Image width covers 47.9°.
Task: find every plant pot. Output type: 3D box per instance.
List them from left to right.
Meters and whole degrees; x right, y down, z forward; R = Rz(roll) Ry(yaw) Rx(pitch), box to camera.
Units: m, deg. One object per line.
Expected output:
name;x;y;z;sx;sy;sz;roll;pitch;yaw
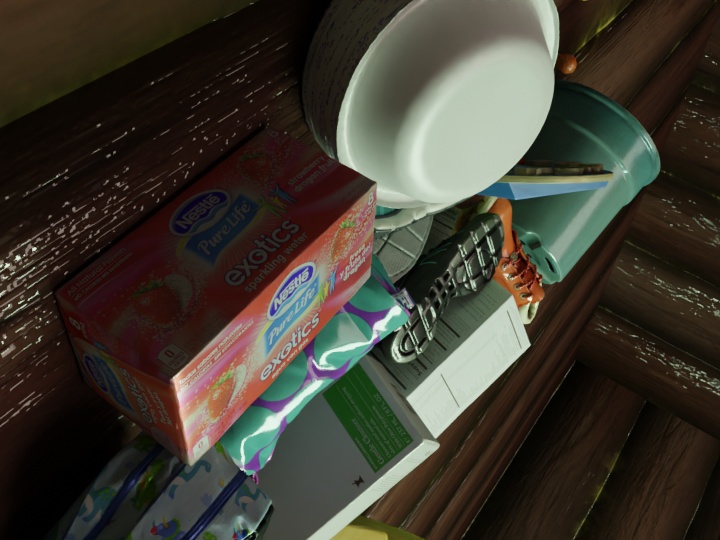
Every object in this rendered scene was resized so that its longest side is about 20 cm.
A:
plant pot;0.255;-0.104;1.068;0.198;0.198;0.201;-53;158;-11

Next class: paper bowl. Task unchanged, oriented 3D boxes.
paper bowl;0.063;-0.134;0.602;0.197;0.105;0.203;-22;142;-18

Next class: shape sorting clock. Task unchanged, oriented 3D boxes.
shape sorting clock;0.165;-0.106;0.856;0.199;0.196;0.040;-24;115;-58

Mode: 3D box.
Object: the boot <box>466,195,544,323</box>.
boot;0.172;-0.013;0.947;0.075;0.106;0.202;-48;153;-22

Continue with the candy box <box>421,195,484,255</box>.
candy box;0.096;-0.008;0.996;0.115;0.055;0.204;-28;140;-55

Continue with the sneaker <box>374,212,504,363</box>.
sneaker;0.071;0.004;0.838;0.200;0.079;0.076;-43;132;-22

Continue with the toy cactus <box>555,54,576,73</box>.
toy cactus;0.144;-0.182;0.869;0.165;0.102;0.201;-44;163;-17

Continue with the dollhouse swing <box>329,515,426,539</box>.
dollhouse swing;-0.015;0.351;0.907;0.184;0.175;0.200;-56;-169;-14

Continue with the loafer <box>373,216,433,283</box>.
loafer;0.000;0.000;0.799;0.071;0.063;0.202;36;79;-28

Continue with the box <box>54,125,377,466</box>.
box;-0.084;0.007;0.533;0.200;0.101;0.096;-45;153;-35

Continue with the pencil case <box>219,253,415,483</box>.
pencil case;-0.048;0.070;0.654;0.200;0.093;0.085;-44;-158;1

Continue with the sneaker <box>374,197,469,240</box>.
sneaker;0.018;-0.072;0.729;0.198;0.081;0.077;-27;-174;-38

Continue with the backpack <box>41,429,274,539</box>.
backpack;-0.148;0.196;0.550;0.198;0.156;0.163;-29;-178;34

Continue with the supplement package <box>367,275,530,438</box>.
supplement package;0.074;0.093;0.901;0.199;0.109;0.114;-42;140;-8

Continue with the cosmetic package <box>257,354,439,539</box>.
cosmetic package;-0.034;0.187;0.778;0.199;0.108;0.085;-41;159;3
